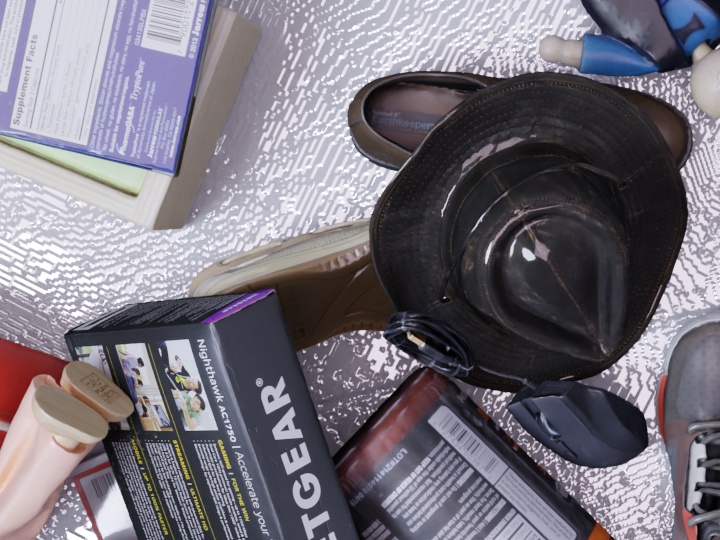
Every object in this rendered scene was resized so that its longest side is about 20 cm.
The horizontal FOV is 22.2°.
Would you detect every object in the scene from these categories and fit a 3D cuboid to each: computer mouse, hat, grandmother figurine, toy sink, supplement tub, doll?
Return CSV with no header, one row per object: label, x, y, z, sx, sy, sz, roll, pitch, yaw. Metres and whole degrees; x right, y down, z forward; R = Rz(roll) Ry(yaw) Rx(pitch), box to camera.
computer mouse,0.087,0.071,1.013,0.199,0.058,0.034,26,66,-33
hat,0.107,-0.002,0.999,0.199,0.081,0.202,-8,119,-15
grandmother figurine,-0.197,0.141,1.003,0.060,0.121,0.200,40,111,11
toy sink,-0.176,-0.120,1.046,0.199,0.112,0.131,23,94,4
supplement tub,0.074,0.156,1.038,0.200,0.107,0.107,44,96,1
doll,0.153,-0.167,1.043,0.136,0.048,0.200,-40,89,-6

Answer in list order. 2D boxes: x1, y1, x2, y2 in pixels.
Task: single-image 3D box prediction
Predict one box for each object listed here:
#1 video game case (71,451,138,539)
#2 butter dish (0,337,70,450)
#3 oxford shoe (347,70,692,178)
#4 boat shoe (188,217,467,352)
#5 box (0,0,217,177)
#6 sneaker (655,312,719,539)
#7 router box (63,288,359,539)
video game case,-0.072,0.183,1.096,0.142,0.017,0.201,-22,90,6
butter dish,-0.272,0.089,1.047,0.148,0.200,0.200,43,95,25
oxford shoe,0.090,-0.076,1.037,0.199,0.084,0.073,2,88,3
boat shoe,0.000,0.000,1.054,0.199,0.065,0.073,-14,119,-10
box,-0.181,-0.131,0.973,0.199,0.032,0.122,13,93,-2
sneaker,0.208,0.126,1.035,0.077,0.082,0.201,-1,93,5
router box,-0.075,0.116,1.001,0.051,0.149,0.201,-26,103,-37
